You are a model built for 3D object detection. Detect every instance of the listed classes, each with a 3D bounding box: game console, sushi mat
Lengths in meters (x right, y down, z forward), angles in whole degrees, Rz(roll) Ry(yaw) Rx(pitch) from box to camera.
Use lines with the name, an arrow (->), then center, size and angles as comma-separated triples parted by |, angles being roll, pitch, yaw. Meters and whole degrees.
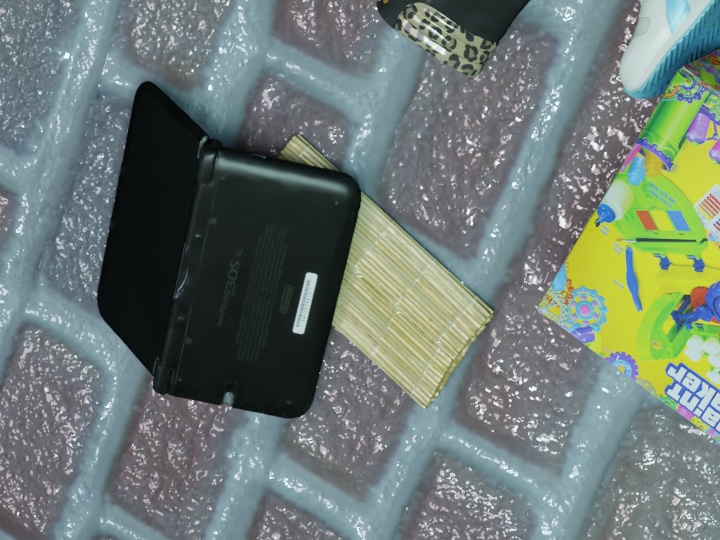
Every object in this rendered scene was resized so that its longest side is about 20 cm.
game console -> -0.101, -0.015, 1.721 | 0.174, 0.117, 0.201 | 11, 116, -5
sushi mat -> 0.000, 0.000, 1.688 | 0.200, 0.012, 0.096 | 42, 119, 13

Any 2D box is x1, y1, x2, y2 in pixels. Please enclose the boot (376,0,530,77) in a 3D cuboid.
boot -> 0.052, -0.242, 1.572 | 0.200, 0.073, 0.151 | 40, 117, 8

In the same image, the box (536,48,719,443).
box -> 0.255, -0.005, 1.493 | 0.199, 0.122, 0.193 | 37, 116, 14

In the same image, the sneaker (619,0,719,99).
sneaker -> 0.215, -0.204, 1.499 | 0.081, 0.076, 0.201 | 35, 110, 25
